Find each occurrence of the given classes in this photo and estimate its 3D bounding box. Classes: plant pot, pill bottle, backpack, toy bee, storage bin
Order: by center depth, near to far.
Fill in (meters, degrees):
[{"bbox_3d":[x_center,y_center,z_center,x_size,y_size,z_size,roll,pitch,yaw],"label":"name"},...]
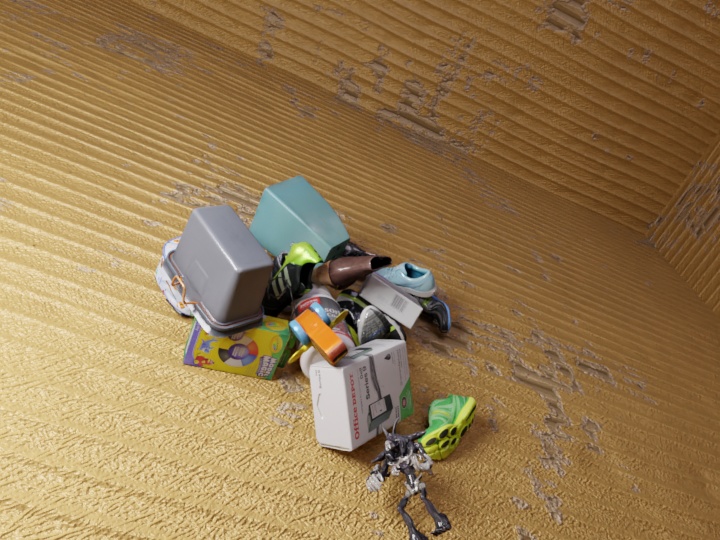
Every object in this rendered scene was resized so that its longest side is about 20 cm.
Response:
[{"bbox_3d":[-0.245,-0.010,1.022,0.144,0.136,0.201,-14,53,-46],"label":"storage bin"},{"bbox_3d":[-0.079,0.102,1.060,0.128,0.110,0.203,-22,50,0],"label":"toy bee"},{"bbox_3d":[-0.311,0.000,1.204,0.200,0.156,0.189,42,42,22],"label":"backpack"},{"bbox_3d":[-0.084,0.123,1.220,0.113,0.118,0.201,13,27,-24],"label":"pill bottle"},{"bbox_3d":[-0.132,-0.093,1.386,0.199,0.143,0.141,40,35,13],"label":"plant pot"}]

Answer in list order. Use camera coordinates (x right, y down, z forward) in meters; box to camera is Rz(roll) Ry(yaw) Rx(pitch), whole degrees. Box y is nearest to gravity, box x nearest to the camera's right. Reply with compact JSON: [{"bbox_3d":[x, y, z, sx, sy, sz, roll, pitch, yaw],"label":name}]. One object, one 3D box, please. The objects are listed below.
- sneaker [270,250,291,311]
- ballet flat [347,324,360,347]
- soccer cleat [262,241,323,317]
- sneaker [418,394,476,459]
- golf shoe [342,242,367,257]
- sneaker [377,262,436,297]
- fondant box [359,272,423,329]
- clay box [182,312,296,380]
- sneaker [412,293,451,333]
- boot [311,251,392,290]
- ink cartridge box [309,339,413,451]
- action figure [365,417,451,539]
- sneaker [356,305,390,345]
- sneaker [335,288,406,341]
[{"bbox_3d":[-0.198,-0.010,1.338,0.199,0.116,0.075,42,37,24],"label":"sneaker"},{"bbox_3d":[-0.012,0.191,1.239,0.067,0.066,0.202,43,17,-31],"label":"ballet flat"},{"bbox_3d":[-0.147,0.036,1.221,0.081,0.202,0.067,40,21,24],"label":"soccer cleat"},{"bbox_3d":[0.165,0.312,1.197,0.082,0.076,0.198,13,21,32],"label":"sneaker"},{"bbox_3d":[-0.058,-0.047,1.595,0.196,0.079,0.095,26,10,-6],"label":"golf shoe"},{"bbox_3d":[0.107,0.007,1.550,0.195,0.083,0.074,8,41,27],"label":"sneaker"},{"bbox_3d":[0.071,0.065,1.430,0.142,0.059,0.200,33,3,-1],"label":"fondant box"},{"bbox_3d":[-0.215,0.134,1.090,0.195,0.117,0.048,15,30,-21],"label":"clay box"},{"bbox_3d":[0.169,0.094,1.565,0.081,0.072,0.201,-20,52,-26],"label":"sneaker"},{"bbox_3d":[0.000,0.000,1.312,0.163,0.075,0.199,-10,-1,28],"label":"boot"},{"bbox_3d":[0.006,0.223,1.091,0.082,0.150,0.198,-3,7,39],"label":"ink cartridge box"},{"bbox_3d":[0.076,0.341,0.981,0.102,0.117,0.203,44,19,-59],"label":"action figure"},{"bbox_3d":[0.018,0.128,1.245,0.073,0.202,0.088,-25,58,-12],"label":"sneaker"},{"bbox_3d":[0.012,0.129,1.379,0.198,0.072,0.083,34,60,7],"label":"sneaker"}]
